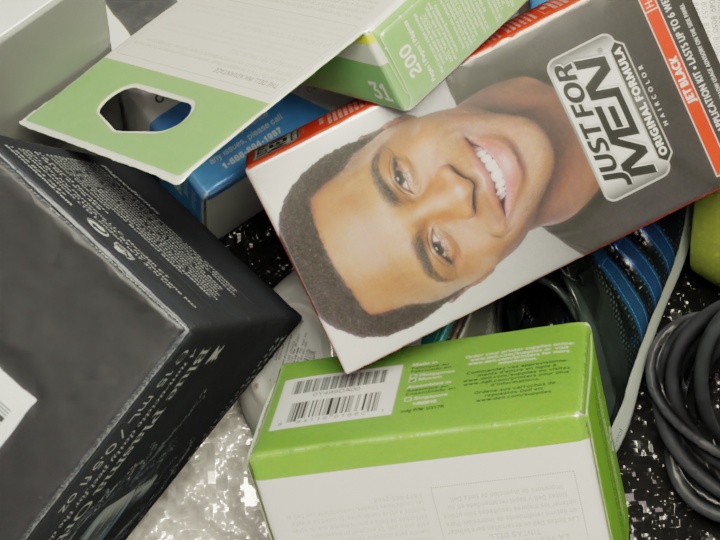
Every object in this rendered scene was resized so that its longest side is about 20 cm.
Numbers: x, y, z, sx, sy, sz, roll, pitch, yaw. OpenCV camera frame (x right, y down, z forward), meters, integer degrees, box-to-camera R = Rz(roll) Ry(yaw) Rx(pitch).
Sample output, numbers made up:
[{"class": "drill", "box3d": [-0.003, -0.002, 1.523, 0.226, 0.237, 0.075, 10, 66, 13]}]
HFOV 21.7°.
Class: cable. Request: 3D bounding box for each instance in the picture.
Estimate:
[{"class": "cable", "box3d": [0.222, 0.077, 0.851, 0.199, 0.164, 0.051, 29, 50, 11]}]

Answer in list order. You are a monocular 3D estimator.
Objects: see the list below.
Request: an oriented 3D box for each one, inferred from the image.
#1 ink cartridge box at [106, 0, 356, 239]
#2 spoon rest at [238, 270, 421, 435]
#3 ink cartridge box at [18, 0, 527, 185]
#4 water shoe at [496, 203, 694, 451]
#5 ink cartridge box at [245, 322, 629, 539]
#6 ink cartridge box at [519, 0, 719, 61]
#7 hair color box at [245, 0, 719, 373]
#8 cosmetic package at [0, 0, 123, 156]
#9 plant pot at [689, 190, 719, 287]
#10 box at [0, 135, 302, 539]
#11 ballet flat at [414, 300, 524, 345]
[{"class": "ink cartridge box", "box3d": [-0.073, -0.140, 0.925, 0.144, 0.084, 0.201, -33, 79, -11]}, {"class": "spoon rest", "box3d": [0.000, 0.000, 0.881, 0.099, 0.060, 0.202, 28, 104, 35]}, {"class": "ink cartridge box", "box3d": [-0.029, -0.096, 0.795, 0.200, 0.145, 0.048, -44, 123, -19]}, {"class": "water shoe", "box3d": [0.108, -0.001, 0.882, 0.071, 0.079, 0.202, 6, 82, 31]}, {"class": "ink cartridge box", "box3d": [0.048, 0.137, 0.839, 0.146, 0.076, 0.202, -8, 117, 14]}, {"class": "ink cartridge box", "box3d": [0.174, -0.140, 0.887, 0.198, 0.116, 0.068, -11, 119, 4]}, {"class": "hair color box", "box3d": [0.060, -0.048, 0.808, 0.199, 0.061, 0.102, -27, 101, 3]}, {"class": "cosmetic package", "box3d": [-0.171, -0.106, 0.851, 0.090, 0.200, 0.107, -38, 76, -12]}, {"class": "plant pot", "box3d": [0.260, -0.030, 0.877, 0.198, 0.187, 0.189, 10, 75, 14]}, {"class": "box", "box3d": [-0.143, 0.059, 0.786, 0.117, 0.200, 0.197, 40, 97, 7]}, {"class": "ballet flat", "box3d": [0.058, -0.008, 0.912, 0.063, 0.067, 0.202, 21, 76, -29]}]
